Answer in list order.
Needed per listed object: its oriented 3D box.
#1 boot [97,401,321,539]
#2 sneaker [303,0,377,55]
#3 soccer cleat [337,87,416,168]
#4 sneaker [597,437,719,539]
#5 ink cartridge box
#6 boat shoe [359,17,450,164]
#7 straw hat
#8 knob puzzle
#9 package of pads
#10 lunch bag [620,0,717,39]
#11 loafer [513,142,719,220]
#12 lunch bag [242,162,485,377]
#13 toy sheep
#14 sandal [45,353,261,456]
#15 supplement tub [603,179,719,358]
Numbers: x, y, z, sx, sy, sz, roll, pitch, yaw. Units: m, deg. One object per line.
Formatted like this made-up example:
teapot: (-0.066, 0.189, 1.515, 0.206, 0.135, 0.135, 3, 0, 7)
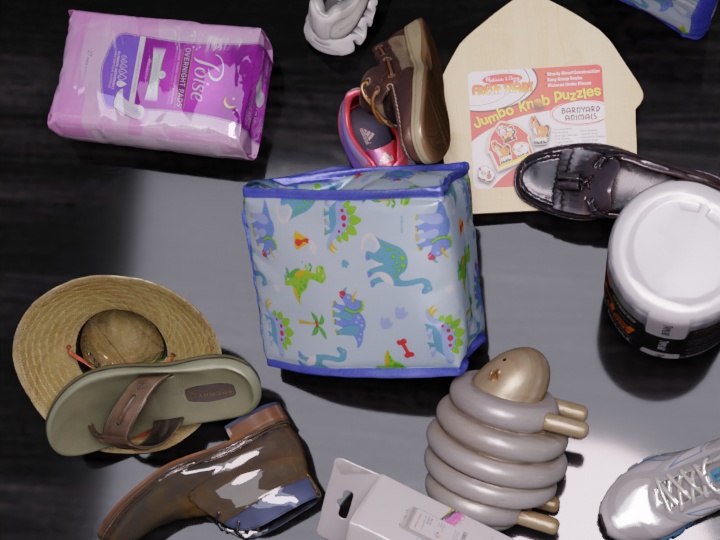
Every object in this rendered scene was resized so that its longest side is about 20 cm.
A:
boot: (-0.132, 0.209, 1.504, 0.199, 0.075, 0.097, -34, 72, -4)
sneaker: (0.002, -0.306, 1.610, 0.075, 0.081, 0.201, 17, 78, 12)
soccer cleat: (0.033, -0.076, 1.552, 0.066, 0.076, 0.201, -25, 75, 0)
sneaker: (0.297, 0.177, 1.457, 0.199, 0.087, 0.075, -24, 77, 2)
ink cartridge box: (0.045, 0.254, 1.445, 0.199, 0.117, 0.068, 25, 43, 12)
boat shoe: (0.035, -0.153, 1.502, 0.072, 0.072, 0.201, -16, 37, 12)
straw hat: (-0.215, 0.063, 1.535, 0.200, 0.202, 0.085, -5, 34, 5)
knob puzzle: (0.162, -0.155, 1.570, 0.218, 0.030, 0.221, 0, 88, 4)
package of pads: (-0.188, -0.174, 1.602, 0.199, 0.076, 0.121, 7, 80, 8)
lunch bag: (0.268, -0.320, 1.535, 0.127, 0.170, 0.201, -28, 77, -1)
loafer: (0.237, -0.076, 1.516, 0.199, 0.063, 0.072, 8, 89, 3)
lunch bag: (0.000, 0.000, 1.482, 0.199, 0.127, 0.171, -3, 103, 17)
toy sheep: (0.119, 0.160, 1.462, 0.137, 0.138, 0.201, 17, 102, 10)
sandal: (-0.186, 0.122, 1.488, 0.200, 0.080, 0.057, -14, 33, 11)
supplement tub: (0.269, 0.006, 1.441, 0.122, 0.200, 0.123, -2, 76, 7)
